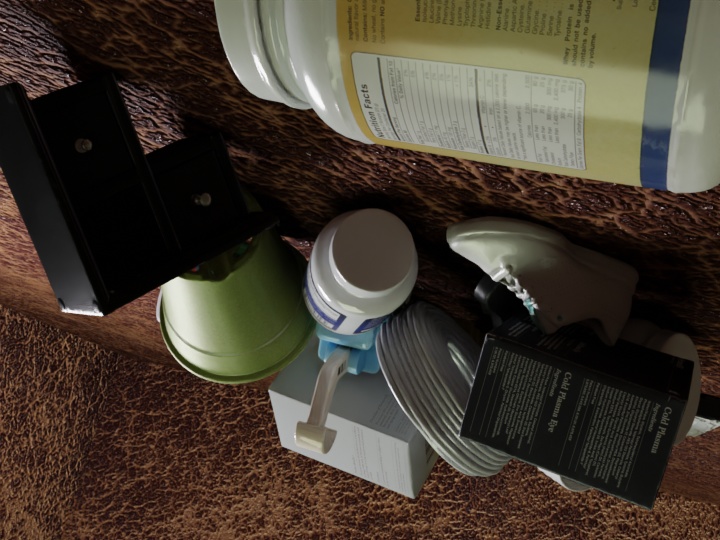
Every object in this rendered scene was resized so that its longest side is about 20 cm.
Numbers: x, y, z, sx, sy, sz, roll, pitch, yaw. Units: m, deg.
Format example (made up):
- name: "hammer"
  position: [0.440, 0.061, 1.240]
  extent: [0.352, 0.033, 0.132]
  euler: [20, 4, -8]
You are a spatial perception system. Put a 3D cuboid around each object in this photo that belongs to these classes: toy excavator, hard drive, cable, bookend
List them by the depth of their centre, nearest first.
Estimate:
- name: "bookend"
  position: [-0.201, -0.093, 0.872]
  extent: [0.199, 0.201, 0.092]
  euler: [-30, -161, -36]
- name: "cable"
  position: [0.098, 0.127, 1.053]
  extent: [0.201, 0.069, 0.200]
  euler: [54, -164, 1]
- name: "toy excavator"
  position: [-0.021, 0.092, 1.147]
  extent: [0.099, 0.197, 0.200]
  euler: [14, -164, 15]
- name: "hard drive"
  position: [0.466, 0.212, 1.495]
  extent: [0.138, 0.038, 0.200]
  euler: [15, 168, 9]

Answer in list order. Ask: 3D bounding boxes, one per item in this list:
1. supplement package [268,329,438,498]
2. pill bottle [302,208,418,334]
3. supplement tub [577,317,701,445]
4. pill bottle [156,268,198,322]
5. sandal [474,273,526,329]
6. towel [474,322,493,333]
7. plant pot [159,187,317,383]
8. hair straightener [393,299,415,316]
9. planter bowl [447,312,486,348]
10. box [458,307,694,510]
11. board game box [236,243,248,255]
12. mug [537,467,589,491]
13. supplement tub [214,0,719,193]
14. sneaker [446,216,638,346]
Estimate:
- name: "supplement package"
  position: [0.002, 0.177, 1.231]
  extent: [0.198, 0.118, 0.118]
  euler: [17, 138, 24]
- name: "pill bottle"
  position: [0.000, 0.000, 1.020]
  extent: [0.110, 0.112, 0.200]
  euler: [17, 167, -4]
- name: "supplement tub"
  position: [0.270, 0.123, 1.123]
  extent: [0.199, 0.146, 0.144]
  euler: [3, 162, 44]
- name: "pill bottle"
  position: [-0.208, 0.059, 1.530]
  extent: [0.198, 0.114, 0.112]
  euler: [21, 166, -22]
- name: "sandal"
  position: [0.155, 0.021, 1.044]
  extent: [0.048, 0.075, 0.201]
  euler: [47, 178, 24]
- name: "towel"
  position: [0.251, 0.116, 1.354]
  extent: [0.198, 0.050, 0.147]
  euler: [22, 159, -19]
- name: "plant pot"
  position: [-0.153, -0.002, 1.104]
  extent: [0.198, 0.202, 0.191]
  euler: [14, 154, 12]
- name: "hair straightener"
  position: [0.052, 0.043, 1.301]
  extent: [0.199, 0.041, 0.077]
  euler: [35, 173, -40]
- name: "planter bowl"
  position: [0.161, 0.150, 1.240]
  extent: [0.082, 0.203, 0.201]
  euler: [-6, 163, 10]
- name: "box"
  position: [0.212, 0.122, 0.936]
  extent: [0.180, 0.105, 0.200]
  euler: [18, -169, 19]
- name: "board game box"
  position: [-0.210, -0.027, 1.355]
  extent: [0.198, 0.029, 0.134]
  euler: [22, 167, -23]
- name: "mug"
  position: [0.333, 0.250, 1.588]
  extent: [0.198, 0.149, 0.175]
  euler: [8, -167, -35]
- name: "supplement tub"
  position: [0.056, -0.116, 0.388]
  extent: [0.198, 0.146, 0.144]
  euler: [12, 167, 20]
- name: "sneaker"
  position: [0.168, 0.013, 0.914]
  extent: [0.198, 0.090, 0.075]
  euler: [19, 167, -13]
